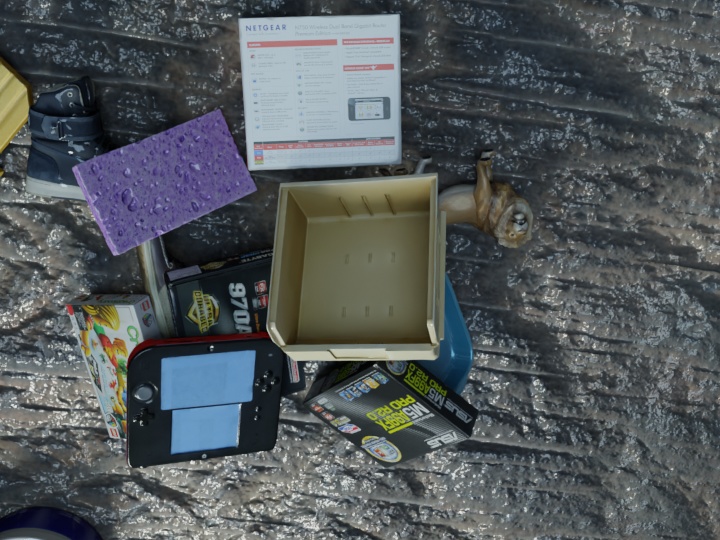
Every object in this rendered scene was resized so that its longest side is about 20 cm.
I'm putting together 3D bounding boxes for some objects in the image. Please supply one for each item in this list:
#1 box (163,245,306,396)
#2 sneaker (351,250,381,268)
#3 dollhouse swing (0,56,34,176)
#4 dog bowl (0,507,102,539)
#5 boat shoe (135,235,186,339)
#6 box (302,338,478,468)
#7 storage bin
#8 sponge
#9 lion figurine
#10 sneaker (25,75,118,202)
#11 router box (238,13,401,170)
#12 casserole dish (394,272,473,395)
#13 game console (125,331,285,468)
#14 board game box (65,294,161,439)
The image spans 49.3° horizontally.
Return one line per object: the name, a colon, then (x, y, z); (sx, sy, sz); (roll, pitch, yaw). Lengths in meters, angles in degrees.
box: (-0.160, 0.082, 1.021); (0.156, 0.046, 0.204); (-14, 115, -19)
sneaker: (-0.002, 0.070, 1.058); (0.097, 0.070, 0.204); (-8, 104, 6)
dollhouse swing: (-0.514, -0.174, 0.901); (0.200, 0.183, 0.175); (44, 119, -14)
dog bowl: (-0.463, 0.447, 1.121); (0.196, 0.079, 0.204); (-1, 106, -4)
boat shoe: (-0.250, 0.014, 1.020); (0.064, 0.072, 0.204); (-12, 109, -19)
box: (0.034, 0.182, 1.037); (0.160, 0.045, 0.199); (39, 142, -13)
storage bin: (0.000, 0.000, 0.944); (0.196, 0.094, 0.202); (-2, 68, 14)
sponge: (-0.231, -0.109, 0.947); (0.198, 0.030, 0.113); (-29, 102, -29)
lion figurine: (0.125, -0.086, 1.024); (0.196, 0.073, 0.125); (-2, 114, 11)
sneaker: (-0.308, -0.157, 0.960); (0.198, 0.077, 0.149); (7, 107, -6)
router box: (-0.047, -0.221, 0.975); (0.196, 0.049, 0.183); (-2, 106, -4)
casserole dish: (0.090, 0.087, 1.045); (0.121, 0.038, 0.202); (-45, 124, -36)
game console: (-0.196, 0.165, 0.995); (0.196, 0.031, 0.180); (-2, 111, -22)
board game box: (-0.305, 0.130, 1.032); (0.124, 0.035, 0.204); (-1, 111, 30)
